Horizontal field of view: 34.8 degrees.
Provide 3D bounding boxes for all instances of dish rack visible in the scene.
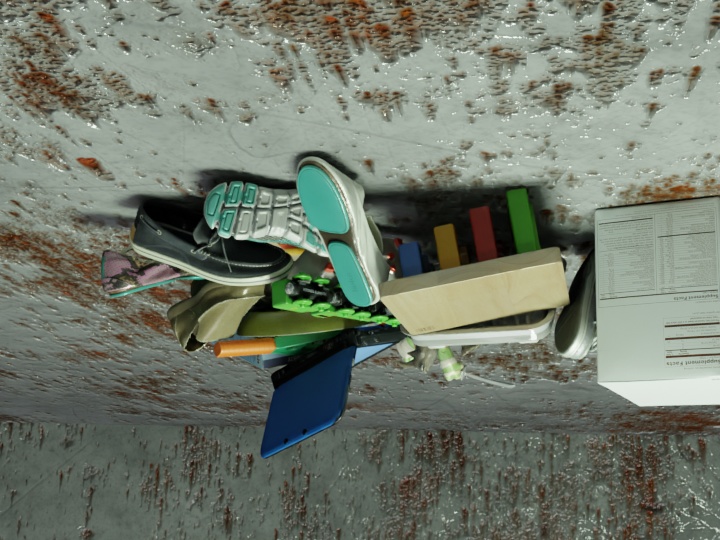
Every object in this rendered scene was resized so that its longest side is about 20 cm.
[{"bbox_3d":[0.162,0.045,1.470,0.198,0.172,0.044,-5,120,22],"label":"dish rack"}]

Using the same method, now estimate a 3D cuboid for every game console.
[{"bbox_3d":[-0.031,0.159,1.528,0.170,0.119,0.200,-4,162,-40],"label":"game console"}]

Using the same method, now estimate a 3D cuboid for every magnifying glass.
[{"bbox_3d":[-0.099,0.097,1.529,0.198,0.023,0.080,-4,160,-31],"label":"magnifying glass"}]

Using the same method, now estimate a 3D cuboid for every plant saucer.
[{"bbox_3d":[-0.070,0.061,1.548,0.198,0.031,0.200,-6,-178,0],"label":"plant saucer"}]

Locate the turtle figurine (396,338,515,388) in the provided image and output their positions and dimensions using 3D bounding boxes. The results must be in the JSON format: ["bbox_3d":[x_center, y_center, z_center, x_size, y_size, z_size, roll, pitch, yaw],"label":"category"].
[{"bbox_3d":[0.152,0.101,1.702,0.198,0.145,0.194,13,166,-23],"label":"turtle figurine"}]

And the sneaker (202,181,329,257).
[{"bbox_3d":[-0.087,-0.062,1.296,0.198,0.078,0.091,12,179,-22],"label":"sneaker"}]

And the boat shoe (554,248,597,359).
[{"bbox_3d":[0.286,0.045,1.406,0.064,0.202,0.075,29,122,2],"label":"boat shoe"}]

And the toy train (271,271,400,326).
[{"bbox_3d":[-0.024,0.038,1.347,0.056,0.042,0.199,-15,160,39],"label":"toy train"}]

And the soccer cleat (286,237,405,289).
[{"bbox_3d":[0.000,0.000,1.402,0.199,0.070,0.077,3,152,-38],"label":"soccer cleat"}]

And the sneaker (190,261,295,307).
[{"bbox_3d":[-0.130,0.016,1.547,0.198,0.068,0.090,-3,177,-7],"label":"sneaker"}]

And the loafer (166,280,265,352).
[{"bbox_3d":[-0.179,0.054,1.480,0.076,0.068,0.200,-10,169,-37],"label":"loafer"}]

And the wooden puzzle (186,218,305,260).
[{"bbox_3d":[-0.095,-0.030,1.428,0.198,0.047,0.185,-2,165,14],"label":"wooden puzzle"}]

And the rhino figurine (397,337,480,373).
[{"bbox_3d":[0.132,0.071,1.573,0.199,0.088,0.060,-36,169,8],"label":"rhino figurine"}]

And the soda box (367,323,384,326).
[{"bbox_3d":[0.039,0.054,1.639,0.068,0.064,0.200,-40,178,-20],"label":"soda box"}]

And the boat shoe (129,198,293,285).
[{"bbox_3d":[-0.173,-0.034,1.327,0.198,0.075,0.063,16,125,9],"label":"boat shoe"}]

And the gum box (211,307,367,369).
[{"bbox_3d":[-0.110,0.090,1.683,0.169,0.045,0.200,-8,-167,-28],"label":"gum box"}]

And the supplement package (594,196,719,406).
[{"bbox_3d":[0.367,0.044,1.340,0.146,0.202,0.191,-6,163,27],"label":"supplement package"}]

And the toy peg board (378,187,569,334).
[{"bbox_3d":[0.130,-0.010,1.321,0.197,0.099,0.200,-11,163,10],"label":"toy peg board"}]

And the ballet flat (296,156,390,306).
[{"bbox_3d":[-0.015,-0.053,1.244,0.069,0.070,0.201,-4,128,24],"label":"ballet flat"}]

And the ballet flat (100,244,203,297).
[{"bbox_3d":[-0.233,-0.013,1.434,0.199,0.072,0.069,-9,-175,-40],"label":"ballet flat"}]
